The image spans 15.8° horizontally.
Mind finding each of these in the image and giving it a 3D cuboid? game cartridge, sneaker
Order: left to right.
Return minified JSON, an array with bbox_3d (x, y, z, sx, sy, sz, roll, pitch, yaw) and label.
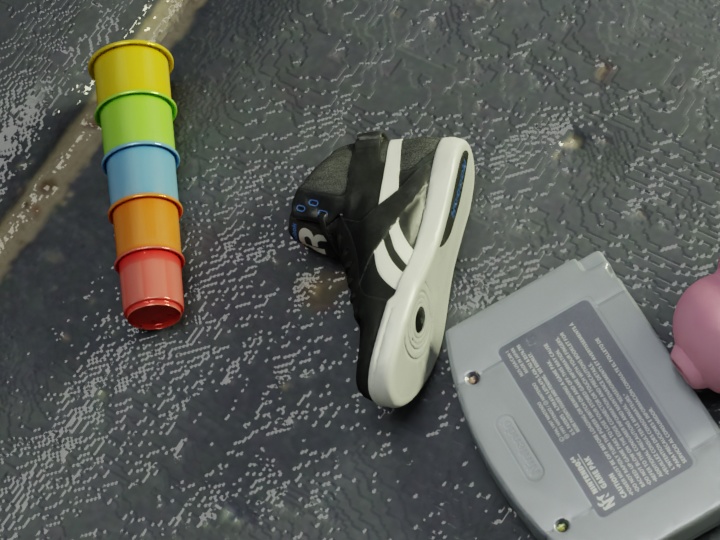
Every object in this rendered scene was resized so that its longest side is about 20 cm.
[{"bbox_3d":[0.000,0.000,1.666,0.112,0.073,0.200,4,54,20],"label":"sneaker"},{"bbox_3d":[0.139,0.094,1.593,0.133,0.041,0.200,-27,58,-5],"label":"game cartridge"}]

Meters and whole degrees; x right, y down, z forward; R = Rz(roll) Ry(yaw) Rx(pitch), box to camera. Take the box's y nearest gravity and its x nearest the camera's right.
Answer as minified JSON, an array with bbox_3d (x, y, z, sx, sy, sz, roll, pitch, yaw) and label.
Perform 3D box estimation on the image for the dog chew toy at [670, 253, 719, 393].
[{"bbox_3d":[0.274,0.003,1.562,0.200,0.125,0.125,-37,59,0],"label":"dog chew toy"}]

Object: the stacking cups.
[{"bbox_3d":[-0.149,-0.058,1.737,0.060,0.061,0.200,-11,59,8],"label":"stacking cups"}]
